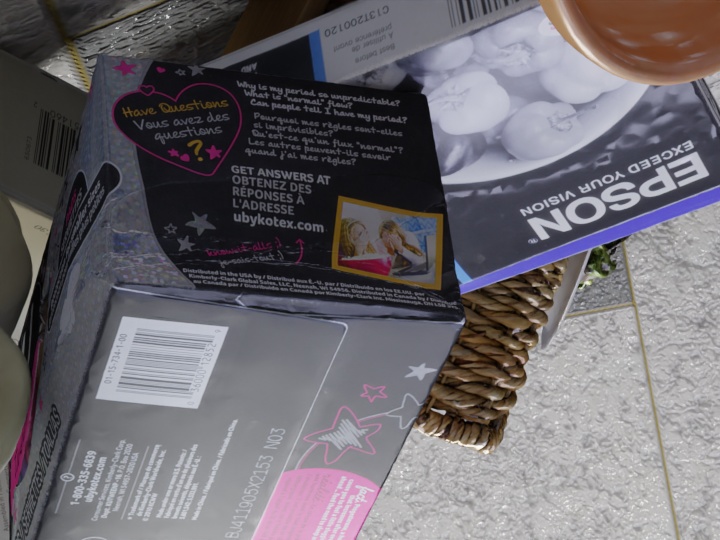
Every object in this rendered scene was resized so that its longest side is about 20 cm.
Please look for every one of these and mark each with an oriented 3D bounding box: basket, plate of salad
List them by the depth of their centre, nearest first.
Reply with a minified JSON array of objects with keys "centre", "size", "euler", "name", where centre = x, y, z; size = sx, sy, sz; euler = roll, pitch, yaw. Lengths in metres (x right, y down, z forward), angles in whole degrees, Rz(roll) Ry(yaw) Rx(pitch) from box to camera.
[{"centre":[0.000,0.000,1.131],"size":[0.199,0.150,0.143],"euler":[23,170,-3],"name":"basket"},{"centre":[0.146,-0.046,1.236],"size":[0.048,0.201,0.200],"euler":[17,172,1],"name":"plate of salad"}]

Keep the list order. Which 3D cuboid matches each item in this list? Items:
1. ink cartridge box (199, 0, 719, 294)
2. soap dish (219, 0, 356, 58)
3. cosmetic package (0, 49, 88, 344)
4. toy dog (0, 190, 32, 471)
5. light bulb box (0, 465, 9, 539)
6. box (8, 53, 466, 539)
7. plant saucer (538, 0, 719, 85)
[{"centre":[0.048,-0.041,0.858],"size":[0.197,0.044,0.200],"euler":[-21,142,17],"name":"ink cartridge box"},{"centre":[-0.027,-0.020,0.985],"size":[0.081,0.201,0.157],"euler":[15,164,42],"name":"soap dish"},{"centre":[-0.184,-0.011,0.962],"size":[0.103,0.074,0.200],"euler":[26,141,-32],"name":"cosmetic package"},{"centre":[-0.235,0.024,0.795],"size":[0.199,0.140,0.194],"euler":[-25,-159,17],"name":"toy dog"},{"centre":[-0.255,0.111,1.086],"size":[0.199,0.199,0.125],"euler":[-14,142,-6],"name":"light bulb box"},{"centre":[-0.058,0.030,0.802],"size":[0.131,0.115,0.201],"euler":[6,138,-17],"name":"box"},{"centre":[0.117,-0.161,0.705],"size":[0.199,0.037,0.201],"euler":[-27,133,-34],"name":"plant saucer"}]
